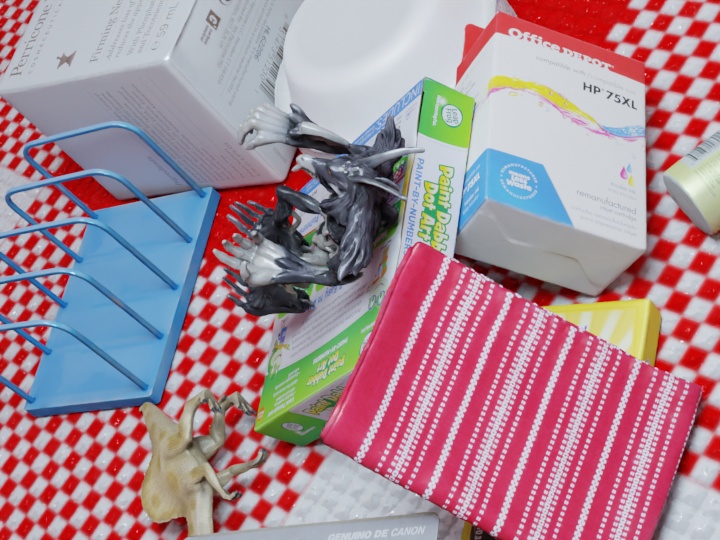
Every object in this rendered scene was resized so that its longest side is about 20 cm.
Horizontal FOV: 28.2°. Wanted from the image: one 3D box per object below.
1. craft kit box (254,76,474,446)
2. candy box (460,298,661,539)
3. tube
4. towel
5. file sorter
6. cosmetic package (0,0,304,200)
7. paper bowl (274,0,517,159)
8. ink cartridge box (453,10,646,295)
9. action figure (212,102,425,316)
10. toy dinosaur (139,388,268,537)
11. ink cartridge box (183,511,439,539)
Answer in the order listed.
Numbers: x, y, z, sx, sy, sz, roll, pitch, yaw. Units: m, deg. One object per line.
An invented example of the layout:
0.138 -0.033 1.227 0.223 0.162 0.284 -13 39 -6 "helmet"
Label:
0.000 0.000 0.967 0.200 0.048 0.198 -36 37 57 "craft kit box"
0.122 0.110 0.883 0.102 0.026 0.200 -4 56 30 "candy box"
0.287 -0.100 0.910 0.200 0.052 0.058 -38 85 2 "tube"
0.091 0.082 0.827 0.200 0.022 0.145 28 64 0 "towel"
-0.225 -0.002 1.161 0.139 0.123 0.200 -9 54 33 "file sorter"
-0.159 -0.177 1.213 0.200 0.166 0.168 -4 56 36 "cosmetic package"
0.021 -0.167 1.117 0.200 0.104 0.201 -19 49 23 "paper bowl"
0.126 -0.094 0.963 0.067 0.116 0.200 126 155 -53 "ink cartridge box"
-0.039 -0.036 0.898 0.200 0.102 0.119 140 145 -59 "action figure"
-0.126 0.129 1.025 0.101 0.058 0.200 -47 43 13 "toy dinosaur"
-0.028 0.245 0.849 0.200 0.084 0.176 -10 53 31 "ink cartridge box"
